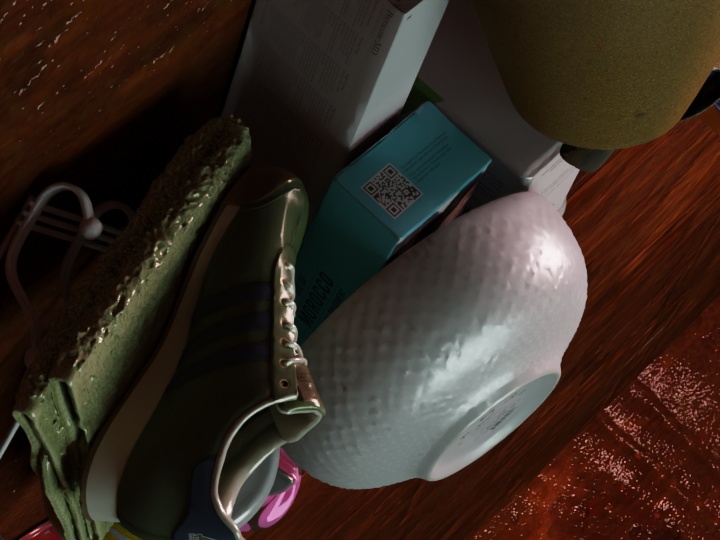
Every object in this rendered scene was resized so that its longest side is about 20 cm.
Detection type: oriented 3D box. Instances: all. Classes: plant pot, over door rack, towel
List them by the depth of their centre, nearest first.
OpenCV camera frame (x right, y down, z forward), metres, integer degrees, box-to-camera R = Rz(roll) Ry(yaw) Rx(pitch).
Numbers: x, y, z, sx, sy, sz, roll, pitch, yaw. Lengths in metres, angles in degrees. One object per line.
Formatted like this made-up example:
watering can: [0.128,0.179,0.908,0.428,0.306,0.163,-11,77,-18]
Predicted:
plant pot: [0.118,-0.164,0.961,0.186,0.186,0.201,-38,146,-32]
towel: [-0.106,0.030,1.012,0.201,0.036,0.149,-58,160,-32]
over door rack: [-0.173,0.052,1.034,0.200,0.067,0.148,-49,165,5]

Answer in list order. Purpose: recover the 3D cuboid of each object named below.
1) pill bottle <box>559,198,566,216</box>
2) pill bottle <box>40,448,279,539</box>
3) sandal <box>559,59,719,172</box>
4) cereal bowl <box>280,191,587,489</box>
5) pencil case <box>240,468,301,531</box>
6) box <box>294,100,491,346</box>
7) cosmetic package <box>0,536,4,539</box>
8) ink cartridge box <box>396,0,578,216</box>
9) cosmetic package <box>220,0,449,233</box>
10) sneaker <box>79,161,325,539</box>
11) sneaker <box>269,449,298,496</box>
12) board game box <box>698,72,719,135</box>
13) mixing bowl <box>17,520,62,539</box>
pill bottle: [0.054,-0.005,1.469,0.201,0.111,0.111,-55,164,30]
pill bottle: [-0.128,0.118,1.200,0.113,0.113,0.200,-41,-178,-24]
sandal: [0.178,-0.110,1.105,0.200,0.054,0.082,-47,173,-42]
cereal bowl: [0.048,0.053,1.100,0.199,0.083,0.200,-35,163,-13]
pencil case: [-0.113,0.164,1.490,0.200,0.090,0.095,-2,98,-69]
box: [0.000,0.000,1.110,0.082,0.049,0.200,-40,167,-34]
cosmetic package: [-0.274,0.199,1.126,0.102,0.074,0.200,-50,168,13]
ink cartridge box: [0.046,-0.066,1.204,0.084,0.145,0.200,-40,165,-30]
cosmetic package: [-0.017,-0.103,1.047,0.051,0.083,0.201,-37,163,-34]
sneaker: [-0.052,0.048,0.982,0.201,0.089,0.067,-63,160,-21]
sneaker: [-0.028,0.063,1.406,0.200,0.079,0.096,-44,-165,17]
board game box: [0.318,-0.232,1.457,0.199,0.200,0.201,-37,163,-33]
mixing bowl: [-0.227,0.278,1.411,0.200,0.108,0.200,-43,166,-14]
